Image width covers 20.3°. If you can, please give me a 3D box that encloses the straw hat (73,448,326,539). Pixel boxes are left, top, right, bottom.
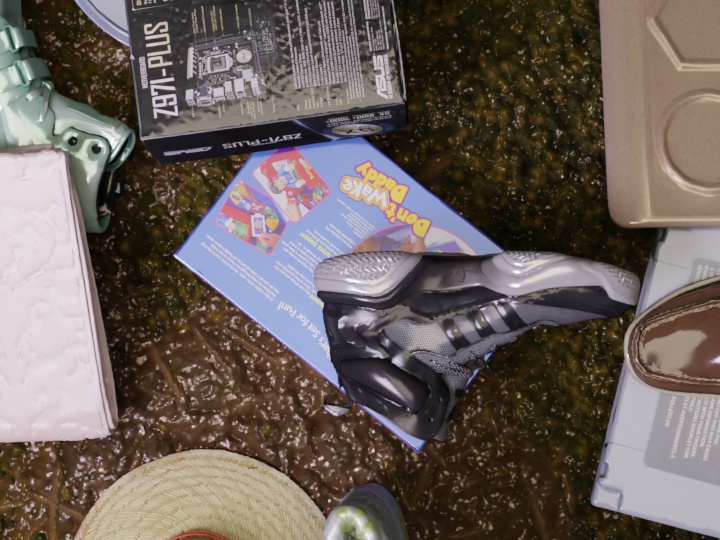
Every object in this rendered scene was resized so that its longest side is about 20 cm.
[{"bbox_3d":[-0.100,0.216,1.259,0.199,0.085,0.203,0,89,3],"label":"straw hat"}]

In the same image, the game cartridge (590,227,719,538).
[{"bbox_3d":[0.233,0.067,1.274,0.132,0.042,0.202,15,89,-2],"label":"game cartridge"}]

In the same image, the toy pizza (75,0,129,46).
[{"bbox_3d":[-0.104,-0.234,1.295,0.198,0.032,0.203,0,89,1],"label":"toy pizza"}]

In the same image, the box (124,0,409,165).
[{"bbox_3d":[-0.062,-0.179,1.226,0.162,0.086,0.202,-8,83,1],"label":"box"}]

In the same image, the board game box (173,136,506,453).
[{"bbox_3d":[0.000,0.000,1.279,0.199,0.045,0.135,39,90,2],"label":"board game box"}]

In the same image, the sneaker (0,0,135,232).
[{"bbox_3d":[-0.197,-0.119,1.273,0.117,0.074,0.203,2,99,9],"label":"sneaker"}]

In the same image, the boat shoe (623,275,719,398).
[{"bbox_3d":[0.261,0.034,1.218,0.200,0.075,0.076,-10,89,2],"label":"boat shoe"}]

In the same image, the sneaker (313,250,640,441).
[{"bbox_3d":[0.070,0.046,1.218,0.198,0.075,0.115,1,90,8],"label":"sneaker"}]

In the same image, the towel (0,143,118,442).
[{"bbox_3d":[-0.261,0.020,1.266,0.198,0.032,0.193,-3,107,9],"label":"towel"}]

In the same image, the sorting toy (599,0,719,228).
[{"bbox_3d":[0.252,-0.118,1.265,0.198,0.036,0.187,-2,78,4],"label":"sorting toy"}]

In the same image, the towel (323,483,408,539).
[{"bbox_3d":[0.019,0.233,1.211,0.048,0.171,0.202,-12,88,1],"label":"towel"}]
